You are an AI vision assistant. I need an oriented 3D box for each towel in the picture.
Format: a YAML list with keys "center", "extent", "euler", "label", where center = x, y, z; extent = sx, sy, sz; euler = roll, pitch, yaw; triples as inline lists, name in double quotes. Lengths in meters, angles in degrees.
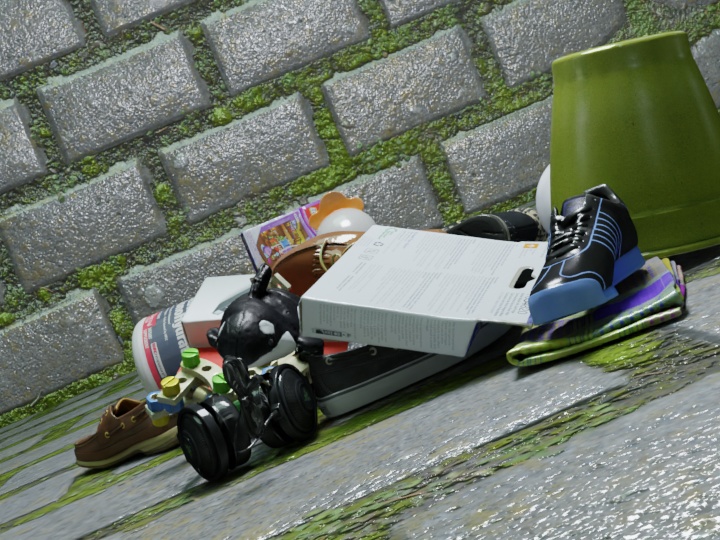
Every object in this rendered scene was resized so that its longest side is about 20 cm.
- center: [0.190, 0.031, 0.901]
  extent: [0.142, 0.023, 0.200]
  euler: [-21, 3, 17]
  label: "towel"

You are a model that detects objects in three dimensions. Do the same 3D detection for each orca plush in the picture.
- center: [-0.072, 0.029, 1.007]
  extent: [0.104, 0.072, 0.199]
  euler: [9, 13, 29]
  label: "orca plush"

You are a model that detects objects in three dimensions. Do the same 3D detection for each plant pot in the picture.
- center: [0.261, -0.120, 1.067]
  extent: [0.198, 0.196, 0.200]
  euler: [-12, 5, 1]
  label: "plant pot"

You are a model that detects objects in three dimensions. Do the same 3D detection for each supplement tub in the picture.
- center: [-0.198, 0.100, 1.532]
  extent: [0.198, 0.142, 0.140]
  euler: [-22, 3, 10]
  label: "supplement tub"

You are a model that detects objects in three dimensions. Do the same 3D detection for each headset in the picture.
- center: [-0.098, 0.113, 0.931]
  extent: [0.122, 0.095, 0.200]
  euler: [-23, 1, -9]
  label: "headset"

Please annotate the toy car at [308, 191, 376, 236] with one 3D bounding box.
- center: [-0.026, -0.010, 1.603]
  extent: [0.175, 0.202, 0.184]
  euler: [-23, 2, -4]
  label: "toy car"

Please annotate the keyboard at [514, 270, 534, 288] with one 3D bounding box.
- center: [0.193, 0.012, 1.119]
  extent: [0.198, 0.040, 0.104]
  euler: [-13, 12, -22]
  label: "keyboard"

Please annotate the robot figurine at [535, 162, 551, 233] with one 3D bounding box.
- center: [0.261, -0.076, 1.253]
  extent: [0.112, 0.172, 0.200]
  euler: [20, 6, 20]
  label: "robot figurine"

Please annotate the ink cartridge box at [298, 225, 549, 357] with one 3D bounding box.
- center: [0.072, 0.016, 0.985]
  extent: [0.197, 0.041, 0.200]
  euler: [6, 22, 19]
  label: "ink cartridge box"

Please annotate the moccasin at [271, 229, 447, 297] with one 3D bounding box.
- center: [0.000, 0.002, 1.178]
  extent: [0.199, 0.075, 0.078]
  euler: [0, 21, 13]
  label: "moccasin"

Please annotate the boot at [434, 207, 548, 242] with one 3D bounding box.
- center: [0.119, -0.017, 1.332]
  extent: [0.202, 0.074, 0.153]
  euler: [-24, -6, 35]
  label: "boot"

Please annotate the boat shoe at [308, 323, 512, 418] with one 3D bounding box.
- center: [0.043, 0.064, 1.014]
  extent: [0.198, 0.067, 0.070]
  euler: [-24, 3, -11]
  label: "boat shoe"

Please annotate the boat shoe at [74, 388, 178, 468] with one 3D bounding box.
- center: [-0.266, 0.180, 1.298]
  extent: [0.199, 0.068, 0.072]
  euler: [-21, 3, 38]
  label: "boat shoe"

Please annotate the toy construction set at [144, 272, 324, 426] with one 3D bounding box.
- center: [-0.111, 0.093, 1.118]
  extent: [0.130, 0.093, 0.200]
  euler: [13, 48, 32]
  label: "toy construction set"

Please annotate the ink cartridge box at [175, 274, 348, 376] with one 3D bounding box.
- center: [-0.102, 0.065, 1.223]
  extent: [0.197, 0.044, 0.174]
  euler: [-3, 30, 15]
  label: "ink cartridge box"

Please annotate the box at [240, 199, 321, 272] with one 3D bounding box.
- center: [-0.085, 0.009, 1.730]
  extent: [0.135, 0.202, 0.039]
  euler: [-22, 0, -12]
  label: "box"

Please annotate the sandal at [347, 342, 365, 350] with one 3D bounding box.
- center: [0.065, 0.056, 1.131]
  extent: [0.074, 0.046, 0.199]
  euler: [7, 25, 39]
  label: "sandal"

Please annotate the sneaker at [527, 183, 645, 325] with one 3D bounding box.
- center: [0.172, -0.016, 0.892]
  extent: [0.070, 0.079, 0.200]
  euler: [-21, 4, 29]
  label: "sneaker"
